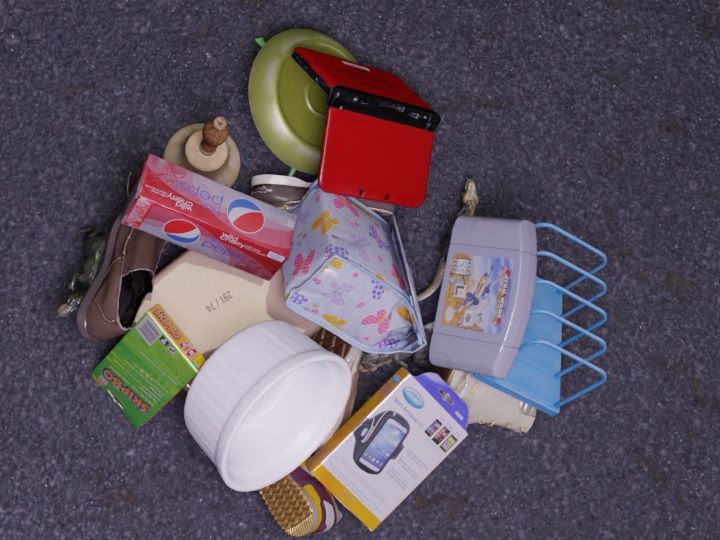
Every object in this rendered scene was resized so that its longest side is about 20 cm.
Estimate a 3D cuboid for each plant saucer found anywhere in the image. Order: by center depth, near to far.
[{"bbox_3d":[-0.057,-0.230,1.640,0.200,0.031,0.201,6,80,-35],"label":"plant saucer"}]

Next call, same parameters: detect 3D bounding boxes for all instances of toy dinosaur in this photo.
[{"bbox_3d":[-0.331,-0.023,1.540,0.047,0.088,0.200,27,69,-22],"label":"toy dinosaur"},{"bbox_3d":[0.090,0.100,1.645,0.200,0.047,0.088,-34,122,-1],"label":"toy dinosaur"},{"bbox_3d":[0.130,-0.033,1.659,0.047,0.088,0.200,34,75,-17],"label":"toy dinosaur"}]

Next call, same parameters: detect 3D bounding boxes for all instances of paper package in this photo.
[{"bbox_3d":[-0.179,0.060,1.571,0.200,0.103,0.191,-39,92,-16],"label":"paper package"}]

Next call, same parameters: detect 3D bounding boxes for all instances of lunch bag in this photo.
[{"bbox_3d":[0.000,0.000,1.564,0.127,0.170,0.200,-40,125,23],"label":"lunch bag"}]

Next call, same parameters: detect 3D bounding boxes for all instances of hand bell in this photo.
[{"bbox_3d":[-0.191,-0.159,1.549,0.104,0.200,0.104,2,82,-13],"label":"hand bell"}]

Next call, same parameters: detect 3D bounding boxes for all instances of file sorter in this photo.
[{"bbox_3d":[0.243,0.060,1.607,0.139,0.123,0.200,26,51,-23],"label":"file sorter"}]

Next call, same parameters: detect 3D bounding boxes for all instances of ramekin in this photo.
[{"bbox_3d":[-0.115,0.156,1.464,0.200,0.201,0.098,-41,59,-15],"label":"ramekin"}]

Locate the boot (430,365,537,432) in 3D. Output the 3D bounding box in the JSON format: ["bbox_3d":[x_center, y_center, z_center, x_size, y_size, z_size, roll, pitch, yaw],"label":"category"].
[{"bbox_3d":[0.150,0.197,1.641,0.154,0.072,0.200,24,96,-24],"label":"boot"}]

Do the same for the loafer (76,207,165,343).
[{"bbox_3d":[-0.269,0.000,1.475,0.071,0.073,0.200,2,62,32],"label":"loafer"}]

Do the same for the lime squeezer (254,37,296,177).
[{"bbox_3d":[-0.087,-0.229,1.667,0.070,0.038,0.201,-12,86,-15],"label":"lime squeezer"}]

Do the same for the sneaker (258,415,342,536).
[{"bbox_3d":[-0.096,0.252,1.585,0.075,0.090,0.200,-38,67,24],"label":"sneaker"}]

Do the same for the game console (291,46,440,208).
[{"bbox_3d":[-0.002,-0.187,1.607,0.200,0.172,0.119,7,123,-46],"label":"game console"}]

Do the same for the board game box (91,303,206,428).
[{"bbox_3d":[-0.263,0.122,1.503,0.096,0.200,0.030,50,46,1],"label":"board game box"}]

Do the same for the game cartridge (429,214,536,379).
[{"bbox_3d":[0.157,0.031,1.542,0.041,0.133,0.201,14,85,-37],"label":"game cartridge"}]

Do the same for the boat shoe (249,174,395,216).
[{"bbox_3d":[-0.049,-0.086,1.639,0.199,0.072,0.060,6,80,-8],"label":"boat shoe"}]

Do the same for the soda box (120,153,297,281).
[{"bbox_3d":[-0.181,-0.063,1.478,0.200,0.063,0.070,22,51,-19],"label":"soda box"}]

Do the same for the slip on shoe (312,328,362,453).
[{"bbox_3d":[-0.031,0.147,1.610,0.061,0.076,0.200,46,47,-45],"label":"slip on shoe"}]

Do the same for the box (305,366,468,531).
[{"bbox_3d":[0.042,0.218,1.552,0.200,0.041,0.119,-45,108,-5],"label":"box"}]
